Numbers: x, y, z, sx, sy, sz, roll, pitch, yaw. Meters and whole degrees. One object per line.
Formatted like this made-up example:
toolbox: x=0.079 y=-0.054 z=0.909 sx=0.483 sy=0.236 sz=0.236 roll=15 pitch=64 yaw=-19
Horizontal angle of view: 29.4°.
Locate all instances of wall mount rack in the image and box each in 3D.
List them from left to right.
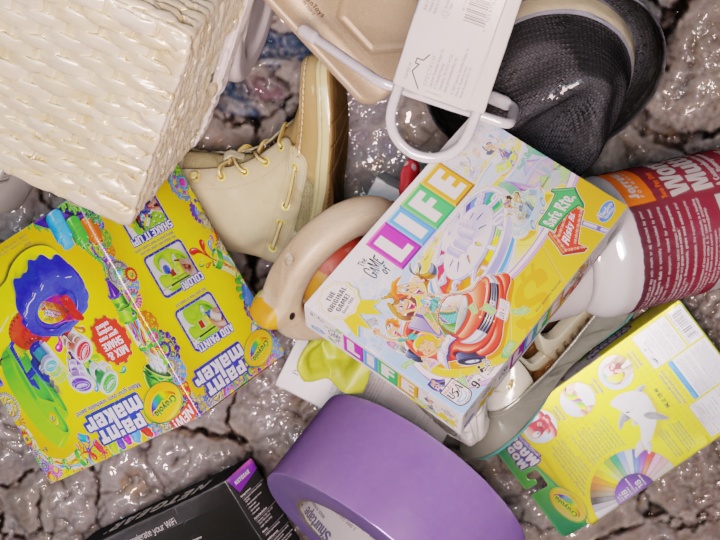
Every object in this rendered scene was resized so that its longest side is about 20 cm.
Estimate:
wall mount rack: x=0.046 y=-0.184 z=0.954 sx=0.173 sy=0.075 sz=0.200 roll=19 pitch=117 yaw=2

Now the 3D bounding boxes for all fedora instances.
fedora: x=0.142 y=-0.126 z=1.050 sx=0.200 sy=0.092 sz=0.201 roll=2 pitch=142 yaw=1

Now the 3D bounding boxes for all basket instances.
basket: x=-0.198 y=-0.169 z=0.994 sx=0.200 sy=0.161 sz=0.198 roll=24 pitch=130 yaw=-3

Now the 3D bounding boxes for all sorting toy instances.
sorting toy: x=0.017 y=-0.242 z=0.999 sx=0.200 sy=0.037 sz=0.185 roll=-35 pitch=107 yaw=33

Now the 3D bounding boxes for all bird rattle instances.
bird rattle: x=0.000 y=0.000 z=1.047 sx=0.200 sy=0.163 sz=0.113 roll=-45 pitch=65 yaw=20

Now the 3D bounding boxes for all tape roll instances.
tape roll: x=0.027 y=0.196 z=1.104 sx=0.200 sy=0.200 sz=0.085 roll=39 pitch=69 yaw=0

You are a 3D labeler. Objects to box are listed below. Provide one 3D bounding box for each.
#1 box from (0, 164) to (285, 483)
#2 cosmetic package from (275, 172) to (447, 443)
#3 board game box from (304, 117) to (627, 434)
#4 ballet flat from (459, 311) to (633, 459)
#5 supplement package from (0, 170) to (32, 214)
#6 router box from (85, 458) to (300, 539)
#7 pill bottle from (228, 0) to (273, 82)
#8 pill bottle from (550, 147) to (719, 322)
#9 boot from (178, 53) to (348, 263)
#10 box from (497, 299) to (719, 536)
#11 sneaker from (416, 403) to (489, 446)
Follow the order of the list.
box: x=-0.204 y=0.040 z=1.119 sx=0.200 sy=0.122 sz=0.193 roll=-27 pitch=95 yaw=38
cosmetic package: x=0.038 y=0.040 z=1.159 sx=0.150 sy=0.052 sz=0.200 roll=27 pitch=101 yaw=1
board game box: x=0.075 y=-0.003 z=0.956 sx=0.134 sy=0.034 sz=0.200 roll=33 pitch=67 yaw=18
ballet flat: x=0.142 y=0.067 z=1.128 sx=0.200 sy=0.067 sz=0.064 roll=-45 pitch=123 yaw=-1
supplement package: x=-0.360 y=-0.145 z=1.152 sx=0.200 sy=0.110 sz=0.114 roll=34 pitch=101 yaw=1
router box: x=-0.140 y=0.268 z=1.191 sx=0.200 sy=0.051 sz=0.149 roll=-28 pitch=95 yaw=29
pill bottle: x=-0.175 y=-0.232 z=1.113 sx=0.199 sy=0.111 sz=0.111 roll=17 pitch=101 yaw=5
pill bottle: x=0.216 y=-0.026 z=1.058 sx=0.199 sy=0.110 sz=0.110 roll=-13 pitch=98 yaw=-19
boot: x=-0.090 y=-0.093 z=1.127 sx=0.155 sy=0.073 sz=0.200 roll=11 pitch=125 yaw=9
box: x=0.217 y=0.124 z=1.151 sx=0.200 sy=0.048 sz=0.117 roll=-37 pitch=93 yaw=9
sneaker: x=0.080 y=0.052 z=1.053 sx=0.099 sy=0.078 sz=0.200 roll=-38 pitch=136 yaw=-21
